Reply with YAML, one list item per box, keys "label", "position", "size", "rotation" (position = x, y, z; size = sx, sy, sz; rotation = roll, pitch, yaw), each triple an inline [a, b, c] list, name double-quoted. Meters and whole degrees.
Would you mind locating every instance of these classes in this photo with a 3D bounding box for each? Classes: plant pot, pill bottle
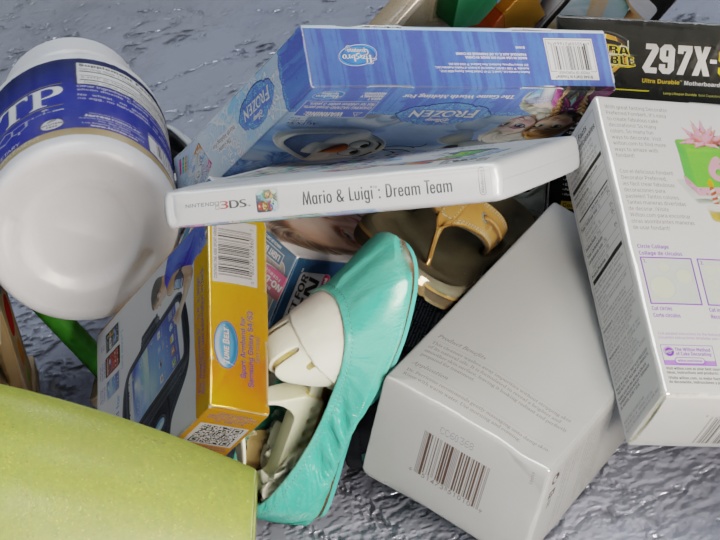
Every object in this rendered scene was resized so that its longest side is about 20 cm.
- label: "plant pot"
  position: [-0.157, 0.147, 1.535]
  size: [0.200, 0.187, 0.187]
  rotation: [2, 30, 0]
- label: "pill bottle"
  position: [-0.175, -0.065, 1.763]
  size: [0.119, 0.120, 0.200]
  rotation: [-14, 27, -1]

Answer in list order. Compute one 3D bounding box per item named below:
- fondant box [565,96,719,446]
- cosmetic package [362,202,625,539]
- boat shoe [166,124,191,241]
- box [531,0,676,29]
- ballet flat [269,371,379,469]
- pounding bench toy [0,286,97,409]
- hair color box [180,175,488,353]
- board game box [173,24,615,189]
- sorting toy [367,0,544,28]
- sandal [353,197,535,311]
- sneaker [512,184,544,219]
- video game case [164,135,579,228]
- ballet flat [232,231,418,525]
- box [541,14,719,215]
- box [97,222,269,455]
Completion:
- label: "fondant box"
  position: [0.205, 0.001, 1.605]
  size: [0.144, 0.058, 0.200]
  rotation: [3, 57, -19]
- label: "cosmetic package"
  position: [0.101, 0.059, 1.624]
  size: [0.113, 0.081, 0.200]
  rotation: [31, 43, 18]
- label: "boat shoe"
  position: [-0.113, -0.038, 1.930]
  size: [0.072, 0.069, 0.200]
  rotation: [-14, 32, -4]
- label: "box"
  position: [0.133, -0.155, 1.926]
  size: [0.200, 0.060, 0.117]
  rotation: [-48, 13, -5]
- label: "ballet flat"
  position: [-0.024, 0.063, 1.721]
  size: [0.073, 0.073, 0.200]
  rotation: [-22, 32, -15]
- label: "pounding bench toy"
  position: [-0.241, 0.034, 1.770]
  size: [0.200, 0.156, 0.124]
  rotation: [-13, 29, 0]
- label: "hair color box"
  position: [0.000, 0.000, 1.711]
  size: [0.200, 0.061, 0.100]
  rotation: [5, 26, -43]
- label: "board game box"
  position: [0.017, -0.086, 1.707]
  size: [0.200, 0.043, 0.199]
  rotation: [-1, -19, -26]
- label: "sorting toy"
  position: [0.049, -0.140, 1.817]
  size: [0.036, 0.200, 0.185]
  rotation: [42, 89, 16]
- label: "sandal"
  position: [0.058, -0.028, 1.677]
  size: [0.080, 0.054, 0.200]
  rotation: [35, 23, 15]
- label: "sneaker"
  position: [0.157, -0.042, 1.803]
  size: [0.200, 0.092, 0.076]
  rotation: [0, 31, 22]
- label: "video game case"
  position: [0.011, -0.049, 1.556]
  size: [0.182, 0.024, 0.200]
  rotation: [-4, 5, 16]
- label: "ballet flat"
  position: [-0.028, 0.065, 1.587]
  size: [0.070, 0.200, 0.067]
  rotation: [0, 39, -30]
- label: "box"
  position: [0.212, -0.069, 1.735]
  size: [0.200, 0.160, 0.049]
  rotation: [4, 0, 15]
- label: "box"
  position: [-0.108, 0.063, 1.635]
  size: [0.041, 0.200, 0.119]
  rotation: [11, 61, -25]
